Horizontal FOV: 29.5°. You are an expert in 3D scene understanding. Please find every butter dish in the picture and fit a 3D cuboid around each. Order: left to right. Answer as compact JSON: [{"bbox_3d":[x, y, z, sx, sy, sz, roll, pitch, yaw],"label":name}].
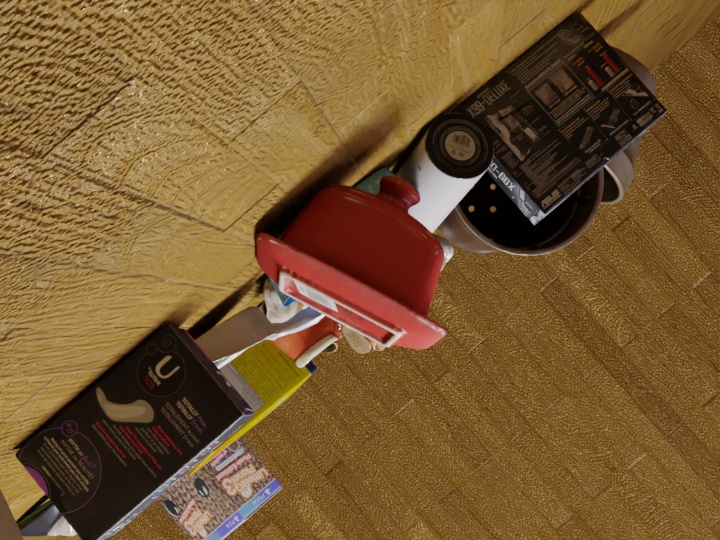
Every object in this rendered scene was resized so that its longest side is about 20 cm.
[{"bbox_3d":[0.010,-0.023,1.335,0.148,0.199,0.200,-63,180,-9],"label":"butter dish"}]

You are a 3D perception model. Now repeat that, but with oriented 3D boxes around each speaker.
[{"bbox_3d":[0.084,-0.105,1.574,0.081,0.081,0.200,-38,174,-23],"label":"speaker"}]

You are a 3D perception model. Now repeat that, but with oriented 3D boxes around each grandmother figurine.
[{"bbox_3d":[0.053,0.023,1.694,0.121,0.061,0.200,-13,-154,45],"label":"grandmother figurine"}]

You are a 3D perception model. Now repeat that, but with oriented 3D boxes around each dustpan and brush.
[{"bbox_3d":[-0.122,0.072,1.529,0.200,0.057,0.140,-33,178,26],"label":"dustpan and brush"}]

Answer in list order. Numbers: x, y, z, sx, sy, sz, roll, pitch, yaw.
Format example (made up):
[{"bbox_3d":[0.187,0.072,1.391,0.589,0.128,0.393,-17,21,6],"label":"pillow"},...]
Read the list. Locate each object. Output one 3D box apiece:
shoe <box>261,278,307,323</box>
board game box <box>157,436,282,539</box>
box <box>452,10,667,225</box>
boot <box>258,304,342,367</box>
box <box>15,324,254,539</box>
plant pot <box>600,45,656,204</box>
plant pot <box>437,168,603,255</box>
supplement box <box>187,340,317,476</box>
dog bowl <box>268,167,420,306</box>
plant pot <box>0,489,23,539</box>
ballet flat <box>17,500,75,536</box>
[{"bbox_3d":[-0.094,0.031,1.641,0.053,0.070,0.200,3,173,-6],"label":"shoe"},{"bbox_3d":[-0.249,0.321,2.162,0.097,0.200,0.159,-36,173,-43],"label":"board game box"},{"bbox_3d":[0.224,-0.175,1.566,0.200,0.158,0.050,-40,175,-13],"label":"box"},{"bbox_3d":[-0.058,0.060,1.837,0.075,0.107,0.200,-46,174,38],"label":"boot"},{"bbox_3d":[-0.222,0.163,1.373,0.200,0.122,0.106,-40,175,-2],"label":"box"},{"bbox_3d":[0.330,-0.221,1.955,0.174,0.200,0.200,-56,178,-11],"label":"plant pot"},{"bbox_3d":[0.183,-0.108,1.759,0.200,0.200,0.198,-39,-177,-12],"label":"plant pot"},{"bbox_3d":[-0.175,0.163,1.827,0.200,0.109,0.110,-37,174,-34],"label":"supplement box"},{"bbox_3d":[-0.023,-0.041,1.506,0.200,0.050,0.111,-38,175,-19],"label":"dog bowl"},{"bbox_3d":[-0.303,0.210,0.835,0.200,0.177,0.200,-39,175,-3],"label":"plant pot"},{"bbox_3d":[-0.382,0.314,1.847,0.200,0.073,0.073,-41,175,13],"label":"ballet flat"}]
